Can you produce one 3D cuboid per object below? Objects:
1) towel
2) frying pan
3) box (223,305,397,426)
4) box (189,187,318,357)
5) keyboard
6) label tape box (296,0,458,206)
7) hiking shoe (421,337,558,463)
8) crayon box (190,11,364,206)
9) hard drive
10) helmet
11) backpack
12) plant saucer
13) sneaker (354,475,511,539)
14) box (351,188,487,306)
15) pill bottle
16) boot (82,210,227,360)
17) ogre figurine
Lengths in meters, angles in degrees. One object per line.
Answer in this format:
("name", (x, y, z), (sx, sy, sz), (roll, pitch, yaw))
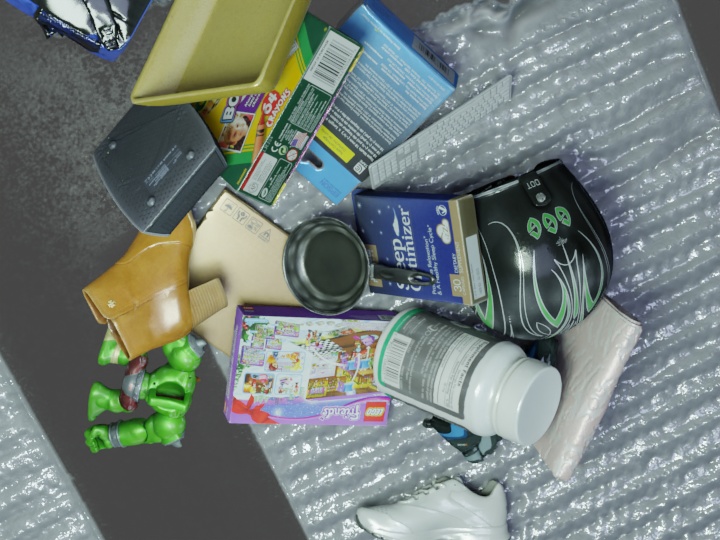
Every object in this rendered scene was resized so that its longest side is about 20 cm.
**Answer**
("towel", (0.254, 0.124, 1.646), (0.032, 0.191, 0.201), (20, 101, -13))
("frying pan", (-0.007, -0.016, 1.606), (0.189, 0.031, 0.115), (-18, 91, 28))
("box", (-0.056, 0.114, 1.665), (0.199, 0.039, 0.138), (3, 107, -19))
("box", (-0.129, 0.025, 1.667), (0.200, 0.021, 0.164), (36, 97, -13))
("keyboard", (0.093, -0.160, 1.615), (0.200, 0.056, 0.011), (-34, 74, -9))
("label tape box", (-0.008, -0.195, 1.600), (0.144, 0.063, 0.200), (41, 114, -14))
("hiking shoe", (0.160, 0.146, 1.683), (0.087, 0.074, 0.200), (33, 115, -6))
("crayon box", (-0.105, -0.196, 1.539), (0.058, 0.172, 0.201), (24, 101, -40))
("hard drive", (-0.219, -0.123, 1.540), (0.135, 0.200, 0.042), (-49, 129, 6))
("helmet", (0.197, -0.015, 1.610), (0.199, 0.200, 0.191), (-22, 94, -1))
("backpack", (-0.316, -0.329, 1.483), (0.199, 0.168, 0.163), (29, 80, -15))
("plant saucer", (-0.133, -0.255, 1.497), (0.048, 0.199, 0.201), (42, 59, -42))
("sneaker", (0.090, 0.298, 1.741), (0.199, 0.074, 0.088), (2, 91, -14))
("box", (0.055, -0.029, 1.595), (0.032, 0.200, 0.122), (-21, 108, -38))
("pill bottle", (0.122, 0.123, 1.612), (0.199, 0.113, 0.114), (21, 104, 34))
("boot", (-0.251, -0.012, 1.580), (0.144, 0.071, 0.202), (-25, 86, -24))
("ogre figurine", (-0.252, 0.133, 1.643), (0.119, 0.098, 0.201), (16, 90, 2))
